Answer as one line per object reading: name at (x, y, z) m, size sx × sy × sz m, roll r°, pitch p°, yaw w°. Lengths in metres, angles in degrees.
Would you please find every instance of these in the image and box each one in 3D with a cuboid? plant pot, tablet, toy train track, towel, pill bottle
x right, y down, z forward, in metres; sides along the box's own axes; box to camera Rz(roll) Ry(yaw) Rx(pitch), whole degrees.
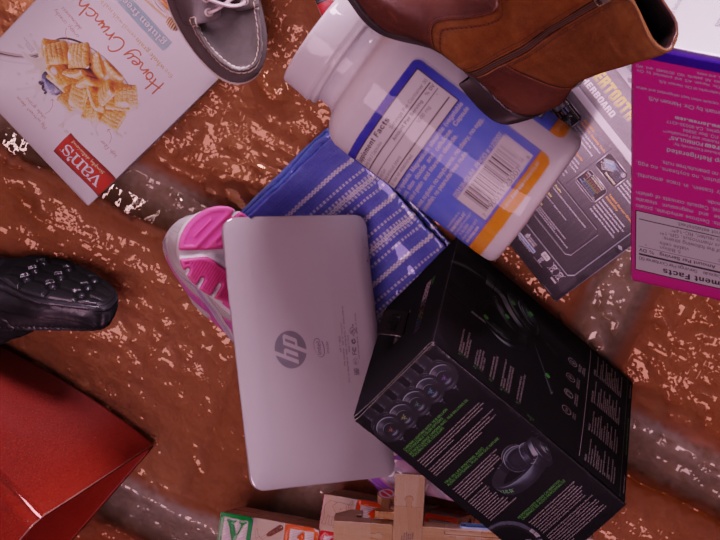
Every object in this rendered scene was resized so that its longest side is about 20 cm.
plant pot at (-0.325, 0.170, 1.651) m, size 0.176 × 0.200 × 0.200 m, roll 46°, pitch 114°, yaw 7°
tablet at (-0.038, 0.059, 1.511) m, size 0.014 × 0.129 × 0.202 m, roll -17°, pitch 78°, yaw 54°
toy train track at (0.079, 0.200, 1.558) m, size 0.198 × 0.033 × 0.116 m, roll 4°, pitch 118°, yaw 4°
towel at (0.000, 0.000, 1.585) m, size 0.145 × 0.024 × 0.200 m, roll -41°, pitch 95°, yaw 25°
pill bottle at (0.048, -0.108, 1.433) m, size 0.199 × 0.112 × 0.112 m, roll 37°, pitch 114°, yaw 2°

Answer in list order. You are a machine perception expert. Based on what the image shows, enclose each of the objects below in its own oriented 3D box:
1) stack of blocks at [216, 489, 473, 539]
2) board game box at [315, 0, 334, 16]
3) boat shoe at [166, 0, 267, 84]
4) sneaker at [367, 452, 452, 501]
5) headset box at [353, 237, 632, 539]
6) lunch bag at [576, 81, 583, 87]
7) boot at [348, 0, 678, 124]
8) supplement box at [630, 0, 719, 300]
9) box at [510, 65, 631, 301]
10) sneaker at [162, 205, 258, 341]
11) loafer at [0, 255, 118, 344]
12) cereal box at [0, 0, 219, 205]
stack of blocks at (-0.016, 0.238, 1.634) m, size 0.198 × 0.059 × 0.116 m, roll 8°, pitch 90°, yaw 16°
board game box at (0.037, -0.279, 1.469) m, size 0.199 × 0.035 × 0.127 m, roll -20°, pitch 102°, yaw 21°
boat shoe at (-0.117, -0.235, 1.486) m, size 0.066 × 0.057 × 0.202 m, roll -18°, pitch 91°, yaw -13°
sneaker at (0.059, 0.152, 1.598) m, size 0.199 × 0.081 × 0.089 m, roll 24°, pitch 130°, yaw -1°
headset box at (0.098, 0.092, 1.493) m, size 0.200 × 0.174 × 0.093 m, roll 39°, pitch 116°, yaw -12°
lunch bag at (0.105, -0.219, 1.372) m, size 0.200 × 0.077 × 0.161 m, roll 39°, pitch 148°, yaw 11°
boot at (0.084, -0.178, 1.280) m, size 0.188 × 0.068 × 0.200 m, roll 48°, pitch 157°, yaw -8°
supplement box at (0.241, -0.088, 1.351) m, size 0.103 × 0.101 × 0.201 m, roll 15°, pitch 135°, yaw 21°
box at (0.146, -0.103, 1.495) m, size 0.158 × 0.048 × 0.200 m, roll -38°, pitch 96°, yaw 22°
sneaker at (-0.079, 0.020, 1.571) m, size 0.081 × 0.088 × 0.200 m, roll -44°, pitch 117°, yaw -12°
loafer at (-0.288, 0.026, 1.651) m, size 0.199 × 0.068 × 0.071 m, roll 8°, pitch 119°, yaw 18°
cereal box at (-0.192, -0.166, 1.568) m, size 0.144 × 0.040 × 0.200 m, roll 46°, pitch 113°, yaw -5°
